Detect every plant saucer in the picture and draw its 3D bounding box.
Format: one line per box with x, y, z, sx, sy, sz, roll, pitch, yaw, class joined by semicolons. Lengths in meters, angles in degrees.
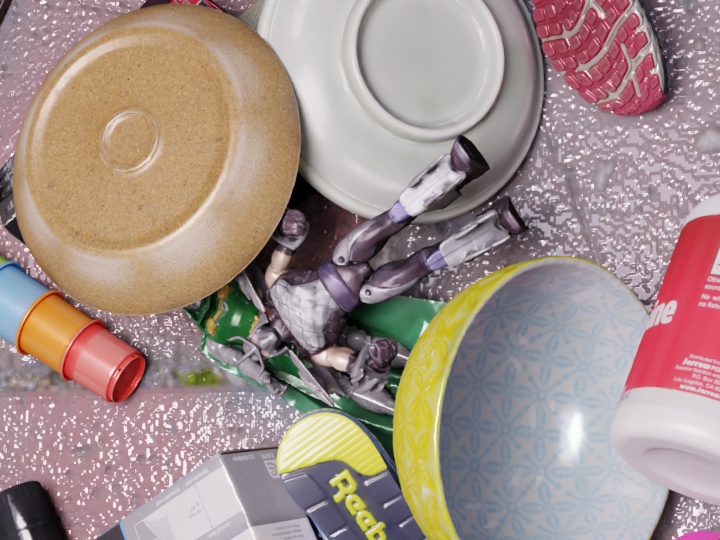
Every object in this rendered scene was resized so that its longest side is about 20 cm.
0.034;-0.131;1.020;0.198;0.050;0.202;2;84;-20;plant saucer
-0.135;-0.075;0.991;0.198;0.035;0.202;-5;75;19;plant saucer

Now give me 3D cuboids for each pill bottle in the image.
0.227;0.028;0.943;0.111;0.112;0.201;17;70;19;pill bottle

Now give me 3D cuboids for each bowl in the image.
0.085;0.093;0.967;0.107;0.199;0.202;-1;76;51;bowl

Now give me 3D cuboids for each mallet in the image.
-0.283;0.223;1.109;0.199;0.041;0.066;-37;74;12;mallet

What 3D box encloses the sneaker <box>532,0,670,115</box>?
0.149;-0.196;1.045;0.080;0.074;0.201;-33;80;51;sneaker

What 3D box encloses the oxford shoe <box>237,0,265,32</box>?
-0.094;-0.110;1.108;0.058;0.075;0.201;37;82;-19;oxford shoe

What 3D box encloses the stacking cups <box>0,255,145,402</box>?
-0.235;0.023;1.124;0.199;0.060;0.061;28;88;15;stacking cups

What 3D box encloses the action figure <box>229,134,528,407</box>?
0.000;0.000;0.988;0.199;0.069;0.131;-35;97;12;action figure

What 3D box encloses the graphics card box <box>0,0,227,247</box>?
-0.164;-0.105;1.092;0.051;0.126;0.200;39;94;-24;graphics card box

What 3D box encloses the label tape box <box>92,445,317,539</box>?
-0.079;0.232;1.008;0.144;0.063;0.201;-36;69;28;label tape box

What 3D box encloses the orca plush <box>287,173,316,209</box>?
-0.038;-0.096;1.053;0.200;0.071;0.105;-41;109;0;orca plush

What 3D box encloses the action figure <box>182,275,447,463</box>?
-0.039;0.048;1.062;0.199;0.055;0.119;20;88;23;action figure

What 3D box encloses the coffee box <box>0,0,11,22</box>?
-0.331;-0.166;1.156;0.079;0.113;0.201;23;86;19;coffee box

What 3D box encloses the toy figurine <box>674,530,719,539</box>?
0.225;0.237;0.918;0.198;0.150;0.186;-8;66;-8;toy figurine

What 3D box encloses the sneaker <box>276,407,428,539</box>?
0.016;0.168;1.003;0.073;0.082;0.201;-28;100;-3;sneaker
